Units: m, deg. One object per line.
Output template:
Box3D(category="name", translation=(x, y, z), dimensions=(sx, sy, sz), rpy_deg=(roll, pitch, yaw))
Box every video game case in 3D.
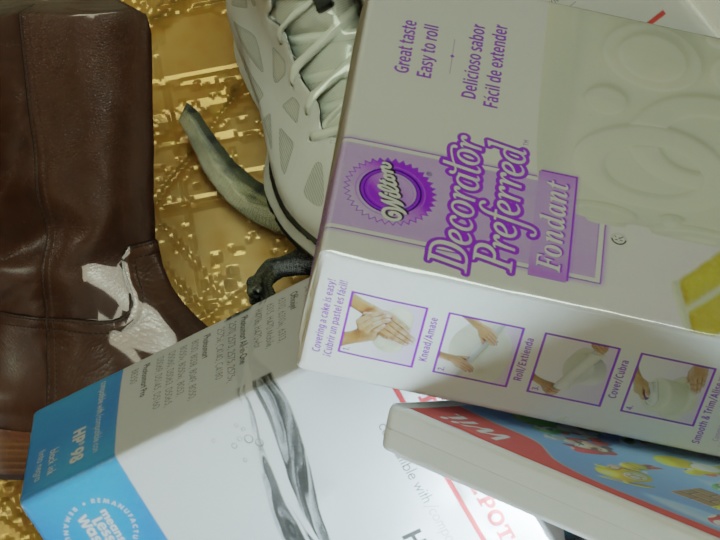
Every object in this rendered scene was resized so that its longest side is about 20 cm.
Box3D(category="video game case", translation=(0.125, 0.068, 0.829), dimensions=(0.143, 0.200, 0.018), rpy_deg=(21, 104, 42))

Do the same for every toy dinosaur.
Box3D(category="toy dinosaur", translation=(0.000, 0.000, 1.026), dimensions=(0.199, 0.048, 0.088), rpy_deg=(20, 55, 12))

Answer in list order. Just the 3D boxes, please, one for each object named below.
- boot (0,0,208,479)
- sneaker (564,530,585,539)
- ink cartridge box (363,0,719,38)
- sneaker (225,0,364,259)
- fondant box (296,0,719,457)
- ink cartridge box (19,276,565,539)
Box3D(category="boot", translation=(-0.078, -0.021, 0.972), dimensions=(0.186, 0.064, 0.201), rpy_deg=(-4, 91, 19))
Box3D(category="sneaker", translation=(0.031, 0.171, 0.934), dimensions=(0.095, 0.079, 0.200), rpy_deg=(36, 73, 14))
Box3D(category="ink cartridge box", translation=(0.074, -0.114, 0.946), dimensions=(0.200, 0.117, 0.067), rpy_deg=(51, 41, -4))
Box3D(category="sneaker", translation=(-0.021, -0.090, 0.992), dimensions=(0.075, 0.116, 0.201), rpy_deg=(-23, 45, -4))
Box3D(category="fondant box", translation=(0.088, -0.017, 0.834), dimensions=(0.199, 0.058, 0.145), rpy_deg=(11, 46, -1))
Box3D(category="ink cartridge box", translation=(-0.006, 0.068, 0.889), dimensions=(0.200, 0.116, 0.067), rpy_deg=(-26, 23, 11))
